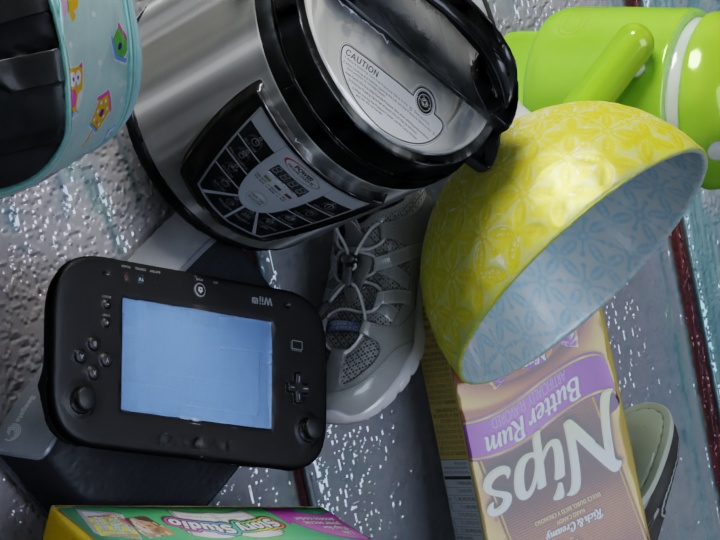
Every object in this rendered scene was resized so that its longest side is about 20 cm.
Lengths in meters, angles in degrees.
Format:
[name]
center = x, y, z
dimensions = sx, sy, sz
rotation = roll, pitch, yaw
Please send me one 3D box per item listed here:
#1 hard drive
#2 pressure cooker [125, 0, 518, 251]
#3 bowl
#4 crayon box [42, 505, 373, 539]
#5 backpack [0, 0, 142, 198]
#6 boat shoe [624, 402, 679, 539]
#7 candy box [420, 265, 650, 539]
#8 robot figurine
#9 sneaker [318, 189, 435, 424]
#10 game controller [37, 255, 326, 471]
[hard drive]
center = -0.113, 0.072, 1.359
dimensions = 0.200, 0.042, 0.135
rotation = -53, 122, -30
[pressure cooker]
center = -0.018, -0.118, 1.323
dimensions = 0.175, 0.199, 0.180
rotation = -14, 84, -48
[bowl]
center = 0.101, -0.038, 1.416
dimensions = 0.200, 0.201, 0.108
rotation = -27, 67, -40
[crayon box]
center = -0.101, 0.222, 1.328
dimensions = 0.199, 0.058, 0.174
rotation = 6, 103, -43
[backpack]
center = -0.205, -0.118, 1.170
dimensions = 0.153, 0.199, 0.177
rotation = -26, 106, -56
[boat shoe]
center = 0.166, 0.186, 1.602
dimensions = 0.061, 0.071, 0.202
rotation = 44, 69, -37
[candy box]
center = 0.110, 0.100, 1.516
dimensions = 0.116, 0.056, 0.202
rotation = -12, 90, -21
[robot figurine]
center = 0.185, -0.112, 1.527
dimensions = 0.175, 0.199, 0.117
rotation = 33, 65, -57
[sneaker]
center = 0.000, 0.000, 1.441
dimensions = 0.082, 0.074, 0.201
rotation = 51, 46, -45
[game controller]
center = -0.096, 0.054, 1.318
dimensions = 0.199, 0.042, 0.105
rotation = 11, 82, -43
